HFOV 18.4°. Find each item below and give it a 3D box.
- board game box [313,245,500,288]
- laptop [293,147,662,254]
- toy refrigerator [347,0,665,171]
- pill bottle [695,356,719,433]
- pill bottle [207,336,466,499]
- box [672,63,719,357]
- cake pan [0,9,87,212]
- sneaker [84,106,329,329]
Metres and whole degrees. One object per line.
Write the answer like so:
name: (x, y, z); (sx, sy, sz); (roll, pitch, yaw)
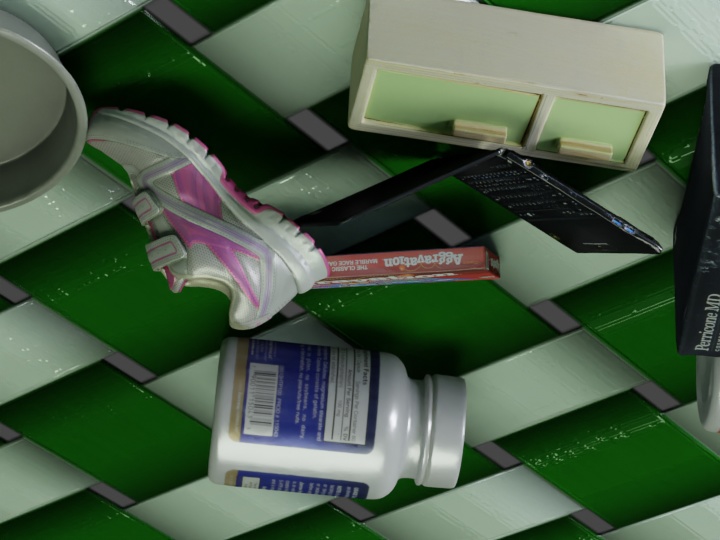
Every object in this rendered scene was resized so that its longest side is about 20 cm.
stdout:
board game box: (0.000, 0.000, 1.655); (0.199, 0.020, 0.103); (-3, 174, 10)
laptop: (0.074, -0.024, 1.513); (0.199, 0.104, 0.177); (31, 175, -12)
toy refrigerator: (0.096, -0.123, 1.470); (0.199, 0.070, 0.076); (8, 144, -7)
pill bottle: (0.361, 0.073, 1.688); (0.199, 0.113, 0.112); (3, 145, 1)
pill bottle: (-0.019, 0.121, 1.784); (0.199, 0.120, 0.120); (6, 145, -3)
box: (0.327, -0.033, 1.538); (0.199, 0.118, 0.197); (3, 145, 2)
cake pan: (-0.287, -0.114, 1.525); (0.199, 0.037, 0.201); (-3, 140, -2)
sneaker: (-0.120, -0.035, 1.543); (0.200, 0.088, 0.081); (40, 172, 4)
